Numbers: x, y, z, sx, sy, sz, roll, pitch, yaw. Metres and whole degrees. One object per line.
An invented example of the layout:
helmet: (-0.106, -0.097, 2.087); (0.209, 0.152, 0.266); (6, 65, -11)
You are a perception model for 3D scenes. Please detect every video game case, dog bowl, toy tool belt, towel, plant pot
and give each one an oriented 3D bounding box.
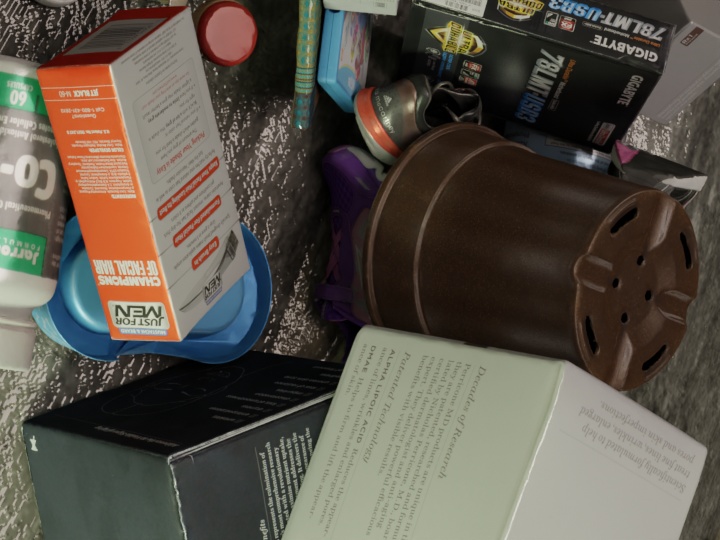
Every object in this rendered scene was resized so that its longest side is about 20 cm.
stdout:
video game case: (-0.004, -0.235, 1.371); (0.143, 0.018, 0.202); (29, 68, -81)
dog bowl: (-0.159, 0.012, 1.285); (0.199, 0.049, 0.113); (4, 86, -41)
toy tool belt: (-0.113, -0.254, 1.278); (0.124, 0.123, 0.202); (1, 98, -28)
towel: (-0.036, -0.219, 1.316); (0.021, 0.147, 0.202); (6, 106, 2)
plant pot: (0.137, -0.002, 1.328); (0.199, 0.197, 0.202); (-13, 109, -41)

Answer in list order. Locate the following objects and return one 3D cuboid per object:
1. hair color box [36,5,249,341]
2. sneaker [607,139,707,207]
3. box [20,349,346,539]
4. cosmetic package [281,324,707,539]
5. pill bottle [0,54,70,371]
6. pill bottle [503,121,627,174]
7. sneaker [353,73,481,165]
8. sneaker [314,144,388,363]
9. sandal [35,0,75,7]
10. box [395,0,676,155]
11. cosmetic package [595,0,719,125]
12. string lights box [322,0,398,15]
hair color box: (-0.144, -0.065, 1.181); (0.111, 0.063, 0.202); (-49, 133, -53)
sneaker: (0.239, -0.052, 1.435); (0.087, 0.080, 0.200); (-70, 164, 5)
box: (-0.104, 0.146, 1.243); (0.195, 0.199, 0.125); (-16, 103, -38)
cosmetic package: (0.087, 0.150, 1.145); (0.164, 0.199, 0.166); (30, 75, -39)
pill bottle: (-0.253, -0.038, 1.165); (0.112, 0.113, 0.202); (11, 85, -39)
pill bottle: (0.169, -0.059, 1.522); (0.108, 0.108, 0.202); (17, 81, -39)
sneaker: (0.074, -0.110, 1.426); (0.200, 0.081, 0.078); (19, 49, -59)
sneaker: (0.000, 0.000, 1.410); (0.088, 0.080, 0.202); (-22, 104, -20)
sandal: (-0.199, -0.290, 1.240); (0.082, 0.050, 0.205); (6, 88, -40)
box: (0.132, -0.169, 1.379); (0.197, 0.200, 0.050); (19, 77, 1)
cosmetic package: (0.248, -0.241, 1.521); (0.090, 0.107, 0.201); (15, 46, -40)
string lights box: (0.010, -0.296, 1.251); (0.058, 0.103, 0.202); (5, 86, 0)
